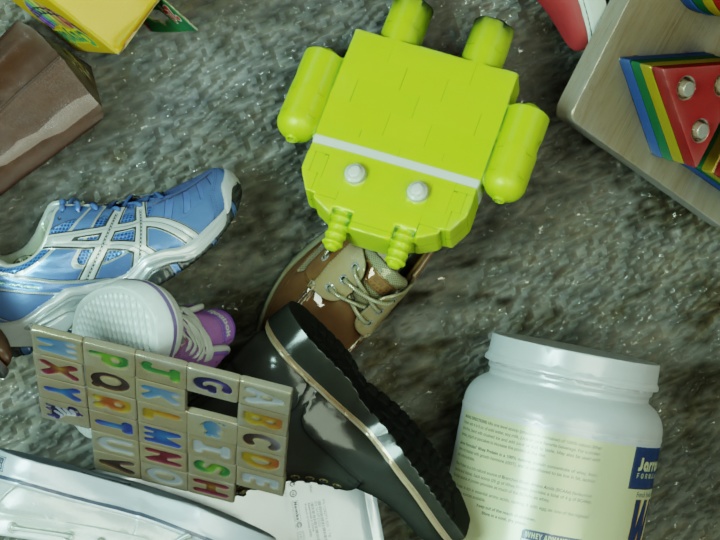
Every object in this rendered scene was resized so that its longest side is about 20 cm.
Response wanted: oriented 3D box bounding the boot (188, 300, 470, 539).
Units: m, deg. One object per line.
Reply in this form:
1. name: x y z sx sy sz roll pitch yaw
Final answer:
1. boot: -0.033 0.137 1.693 0.138 0.077 0.200 -39 93 12

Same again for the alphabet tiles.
1. alphabet tiles: -0.128 0.100 1.595 0.167 0.200 0.008 13 62 3

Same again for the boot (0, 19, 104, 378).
1. boot: -0.228 -0.053 1.621 0.200 0.064 0.186 -41 75 -13

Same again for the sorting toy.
1. sorting toy: 0.266 -0.152 1.776 0.199 0.070 0.200 31 85 -39

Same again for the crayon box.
1. crayon box: -0.210 -0.202 1.611 0.200 0.127 0.051 38 83 -17

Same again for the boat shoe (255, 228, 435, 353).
1. boat shoe: 0.000 0.000 1.729 0.076 0.074 0.200 38 82 -18

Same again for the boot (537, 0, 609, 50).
1. boot: 0.080 -0.222 1.743 0.144 0.072 0.200 -31 100 -10

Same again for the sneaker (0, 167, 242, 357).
1. sneaker: -0.171 -0.020 1.666 0.200 0.076 0.077 -31 104 -13

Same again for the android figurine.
1. android figurine: 0.033 -0.094 1.705 0.182 0.041 0.200 18 69 12

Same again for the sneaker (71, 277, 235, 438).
1. sneaker: -0.129 0.039 1.632 0.114 0.200 0.073 -25 81 -25

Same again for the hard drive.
1. hard drive: -0.084 0.184 1.741 0.200 0.026 0.132 -12 98 -17

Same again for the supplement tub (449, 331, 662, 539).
1. supplement tub: 0.134 0.153 1.751 0.145 0.145 0.200 10 92 -20

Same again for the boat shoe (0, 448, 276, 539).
1. boat shoe: -0.161 0.187 1.662 0.202 0.075 0.086 18 88 -18
